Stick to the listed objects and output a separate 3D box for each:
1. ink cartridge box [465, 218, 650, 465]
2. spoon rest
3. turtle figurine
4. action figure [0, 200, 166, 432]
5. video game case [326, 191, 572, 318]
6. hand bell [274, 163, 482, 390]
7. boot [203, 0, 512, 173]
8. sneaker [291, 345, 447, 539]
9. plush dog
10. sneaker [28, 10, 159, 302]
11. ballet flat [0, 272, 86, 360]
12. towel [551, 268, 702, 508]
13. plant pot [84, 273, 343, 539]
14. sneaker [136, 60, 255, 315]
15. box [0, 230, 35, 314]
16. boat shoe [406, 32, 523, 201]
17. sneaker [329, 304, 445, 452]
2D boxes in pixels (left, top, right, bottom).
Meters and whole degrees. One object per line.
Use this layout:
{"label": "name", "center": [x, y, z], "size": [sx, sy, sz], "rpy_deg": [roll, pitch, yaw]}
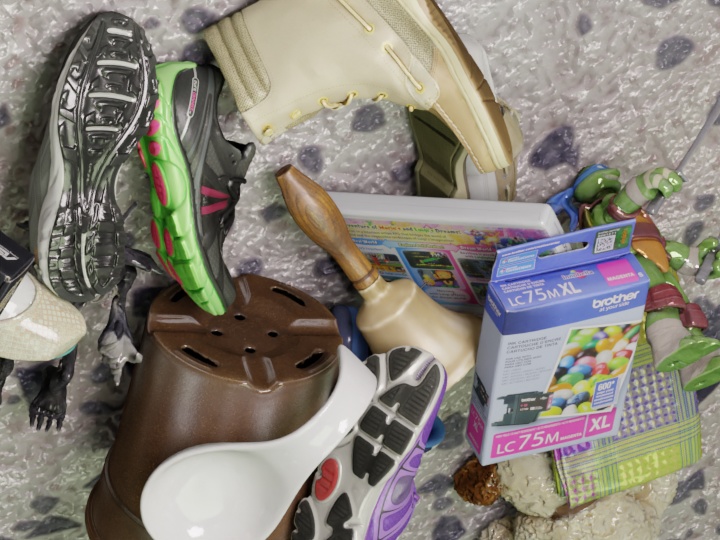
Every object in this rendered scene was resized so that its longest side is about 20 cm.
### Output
{"label": "ink cartridge box", "center": [0.148, 0.056, 1.703], "size": [0.119, 0.042, 0.200], "rpy_deg": [-11, 133, -18]}
{"label": "spoon rest", "center": [-0.072, 0.138, 1.638], "size": [0.200, 0.061, 0.099], "rpy_deg": [-41, 113, 11]}
{"label": "turtle figurine", "center": [0.257, -0.020, 1.771], "size": [0.200, 0.194, 0.144], "rpy_deg": [-12, 155, -12]}
{"label": "action figure", "center": [-0.216, 0.039, 1.677], "size": [0.119, 0.102, 0.200], "rpy_deg": [15, 125, -22]}
{"label": "video game case", "center": [0.081, 0.005, 1.755], "size": [0.200, 0.024, 0.182], "rpy_deg": [5, 146, 29]}
{"label": "hand bell", "center": [0.000, 0.000, 1.713], "size": [0.104, 0.104, 0.200], "rpy_deg": [-34, 113, 8]}
{"label": "boot", "center": [0.000, -0.124, 1.590], "size": [0.155, 0.073, 0.200], "rpy_deg": [-33, 97, 9]}
{"label": "sneaker", "center": [0.014, 0.145, 1.709], "size": [0.083, 0.081, 0.200], "rpy_deg": [1, 119, -51]}
{"label": "plush dog", "center": [0.183, 0.198, 2.009], "size": [0.200, 0.160, 0.172], "rpy_deg": [-31, 110, 2]}
{"label": "sneaker", "center": [-0.196, -0.083, 1.577], "size": [0.074, 0.079, 0.201], "rpy_deg": [5, 105, -33]}
{"label": "ballet flat", "center": [-0.286, 0.008, 1.572], "size": [0.200, 0.068, 0.062], "rpy_deg": [18, 146, 7]}
{"label": "towel", "center": [0.215, 0.089, 1.930], "size": [0.143, 0.023, 0.200], "rpy_deg": [-17, 108, -13]}
{"label": "plant pot", "center": [-0.101, 0.122, 1.757], "size": [0.200, 0.200, 0.199], "rpy_deg": [-3, 124, -24]}
{"label": "sneaker", "center": [-0.109, -0.057, 1.634], "size": [0.084, 0.077, 0.200], "rpy_deg": [-20, 122, -21]}
{"label": "box", "center": [-0.340, -0.002, 1.534], "size": [0.200, 0.049, 0.161], "rpy_deg": [36, 119, 0]}
{"label": "boat shoe", "center": [0.082, -0.106, 1.710], "size": [0.068, 0.075, 0.200], "rpy_deg": [-29, 146, -22]}
{"label": "sneaker", "center": [0.018, 0.090, 1.849], "size": [0.082, 0.074, 0.200], "rpy_deg": [-7, 145, 8]}
